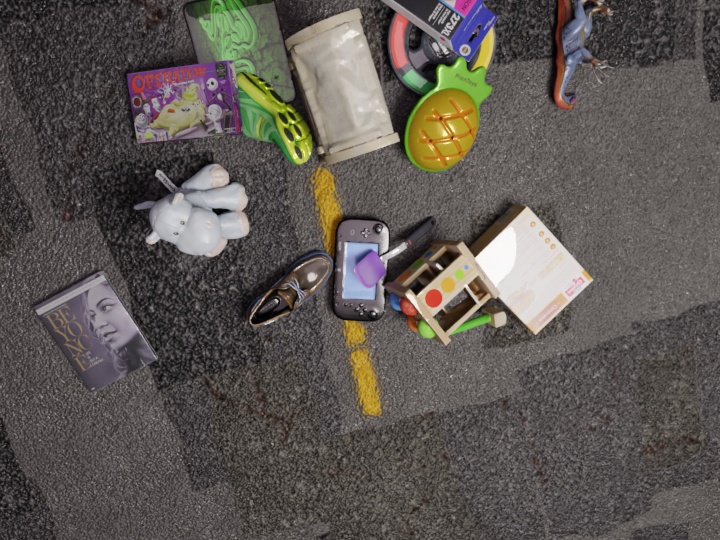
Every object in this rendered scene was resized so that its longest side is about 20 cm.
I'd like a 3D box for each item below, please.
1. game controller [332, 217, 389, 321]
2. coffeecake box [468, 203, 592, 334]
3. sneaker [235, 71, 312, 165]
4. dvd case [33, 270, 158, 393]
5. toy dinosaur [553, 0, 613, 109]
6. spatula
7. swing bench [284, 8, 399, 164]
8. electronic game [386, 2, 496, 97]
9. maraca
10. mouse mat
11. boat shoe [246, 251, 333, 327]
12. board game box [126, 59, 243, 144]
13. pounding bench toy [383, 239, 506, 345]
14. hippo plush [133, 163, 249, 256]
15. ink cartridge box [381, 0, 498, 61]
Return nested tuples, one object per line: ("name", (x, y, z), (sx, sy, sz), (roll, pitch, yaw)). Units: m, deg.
("game controller", (0.000, 0.000, 1.016), (0.104, 0.042, 0.201), (1, 101, -10))
("coffeecake box", (0.319, -0.003, 1.025), (0.154, 0.073, 0.200), (-45, 101, 5))
("sneaker", (-0.157, -0.255, 0.920), (0.200, 0.074, 0.084), (51, 129, 13))
("dvd case", (-0.507, 0.120, 1.017), (0.148, 0.016, 0.201), (-27, 102, 2))
("toy dinosaur", (0.387, -0.400, 0.970), (0.200, 0.105, 0.182), (41, 113, 26))
("spatula", (0.071, -0.040, 0.998), (0.200, 0.021, 0.057), (-37, 113, -15))
("swing bench", (-0.036, -0.289, 0.875), (0.129, 0.200, 0.200), (-19, 103, 0))
("electronic game", (0.146, -0.408, 0.947), (0.199, 0.042, 0.201), (-1, 102, -4))
("maraca", (0.153, -0.270, 0.934), (0.137, 0.107, 0.201), (12, 116, -26))
("mouse mat", (-0.213, -0.387, 0.942), (0.160, 0.008, 0.201), (-14, 101, -2))
("boat shoe", (-0.131, 0.044, 1.001), (0.200, 0.072, 0.072), (-42, 102, 5))
("board game box", (-0.304, -0.288, 0.914), (0.199, 0.032, 0.121), (-2, 98, 16))
("pounding bench toy", (0.164, 0.069, 0.986), (0.156, 0.124, 0.200), (-42, 104, -8))
("hippo plush", (-0.289, -0.110, 0.913), (0.200, 0.161, 0.160), (34, 97, -10))
("ink cartridge box", (0.133, -0.458, 0.905), (0.200, 0.037, 0.095), (34, 93, -5))
